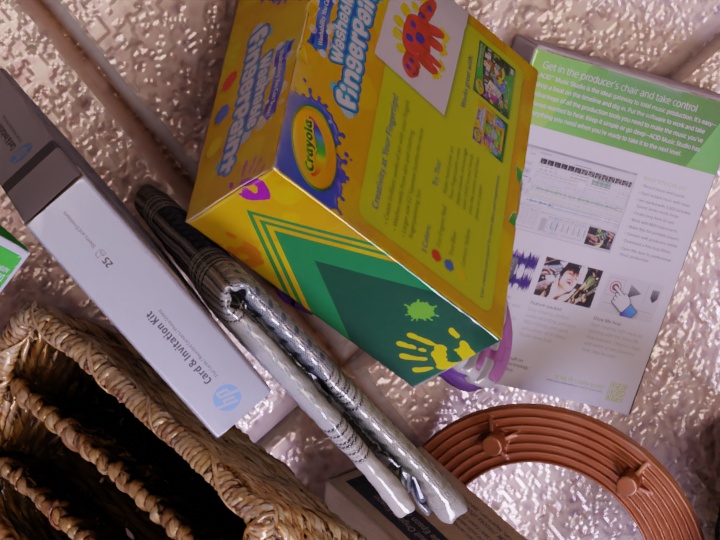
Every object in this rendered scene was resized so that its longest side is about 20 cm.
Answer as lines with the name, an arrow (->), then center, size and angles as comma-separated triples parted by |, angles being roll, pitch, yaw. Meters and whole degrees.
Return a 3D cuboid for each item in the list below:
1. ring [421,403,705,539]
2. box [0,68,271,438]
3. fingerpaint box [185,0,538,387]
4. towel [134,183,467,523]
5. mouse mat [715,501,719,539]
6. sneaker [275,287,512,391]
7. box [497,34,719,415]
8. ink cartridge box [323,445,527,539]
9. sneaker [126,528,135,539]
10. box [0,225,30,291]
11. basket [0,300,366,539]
ring -> 0.107, 0.174, 1.612 | 0.199, 0.019, 0.202 | 8, 113, 19
box -> -0.132, -0.013, 1.421 | 0.041, 0.200, 0.156 | -40, 117, -1
fingerpaint box -> 0.005, -0.068, 1.462 | 0.167, 0.201, 0.073 | 36, 133, -28
towel -> -0.038, 0.048, 1.485 | 0.035, 0.193, 0.200 | -45, 116, -2
mouse mat -> 0.214, 0.197, 1.645 | 0.007, 0.200, 0.162 | 3, 109, 10
sneaker -> 0.000, 0.000, 1.544 | 0.200, 0.081, 0.088 | 42, 131, -21
box -> 0.125, -0.025, 1.612 | 0.144, 0.036, 0.201 | 14, 103, -25
ink cartridge box -> 0.044, 0.230, 1.568 | 0.075, 0.165, 0.201 | -16, 126, -33
sneaker -> -0.123, 0.212, 1.564 | 0.067, 0.090, 0.201 | 21, 100, -27
box -> -0.297, -0.006, 1.357 | 0.177, 0.200, 0.097 | -51, 155, 2
basket -> -0.124, 0.133, 1.455 | 0.143, 0.200, 0.149 | -52, 157, 4
